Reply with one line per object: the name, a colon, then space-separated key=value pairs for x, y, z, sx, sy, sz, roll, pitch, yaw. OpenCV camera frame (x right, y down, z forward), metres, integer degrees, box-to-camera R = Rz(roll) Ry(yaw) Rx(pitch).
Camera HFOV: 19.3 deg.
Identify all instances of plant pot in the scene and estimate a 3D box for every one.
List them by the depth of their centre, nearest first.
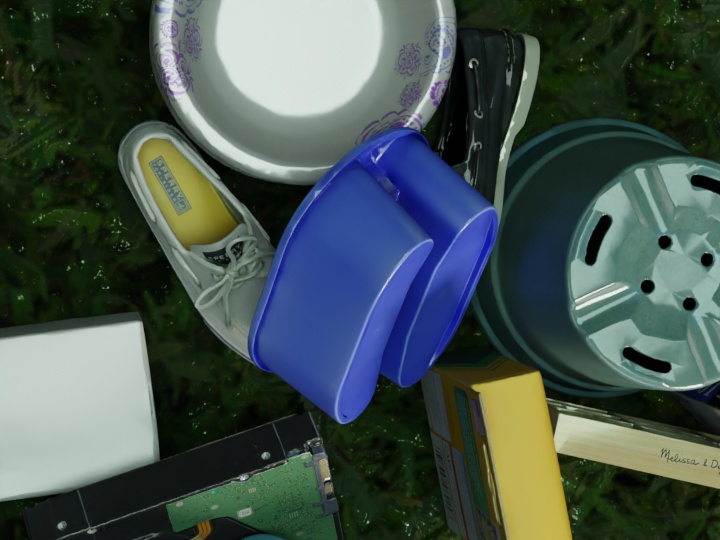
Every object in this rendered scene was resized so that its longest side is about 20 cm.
plant pot: x=0.185 y=-0.004 z=1.415 sx=0.200 sy=0.196 sz=0.201 roll=0 pitch=93 yaw=-8

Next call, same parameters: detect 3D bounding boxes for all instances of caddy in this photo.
caddy: x=0.000 y=0.000 z=1.376 sx=0.105 sy=0.141 sz=0.200 roll=40 pitch=132 yaw=23

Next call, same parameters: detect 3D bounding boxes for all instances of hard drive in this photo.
hard drive: x=-0.114 y=0.172 z=1.416 sx=0.200 sy=0.140 sz=0.038 roll=-18 pitch=54 yaw=-6

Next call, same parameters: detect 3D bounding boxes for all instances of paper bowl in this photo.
paper bowl: x=-0.042 y=-0.158 z=1.417 sx=0.200 sy=0.104 sz=0.201 roll=0 pitch=93 yaw=-9

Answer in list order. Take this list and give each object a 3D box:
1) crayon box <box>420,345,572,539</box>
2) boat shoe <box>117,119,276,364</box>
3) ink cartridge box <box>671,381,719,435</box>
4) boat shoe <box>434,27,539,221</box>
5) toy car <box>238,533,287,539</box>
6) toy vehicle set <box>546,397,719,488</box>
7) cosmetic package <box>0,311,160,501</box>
crayon box: x=0.091 y=0.124 z=1.405 sx=0.051 sy=0.200 sz=0.126 roll=-12 pitch=95 yaw=-8
boat shoe: x=-0.091 y=-0.013 z=1.425 sx=0.075 sy=0.086 sz=0.202 roll=-32 pitch=100 yaw=-4
ink cartridge box: x=0.282 y=0.075 z=1.431 sx=0.094 sy=0.200 sz=0.044 roll=-43 pitch=99 yaw=-4
boat shoe: x=0.065 y=-0.072 z=1.446 sx=0.066 sy=0.074 sz=0.200 roll=15 pitch=95 yaw=-19
toy car: x=-0.151 y=0.239 z=1.348 sx=0.200 sy=0.184 sz=0.177 roll=34 pitch=119 yaw=-18
toy vehicle set: x=0.214 y=0.124 z=1.462 sx=0.200 sy=0.124 sz=0.027 roll=13 pitch=92 yaw=-9
cosmetic package: x=-0.237 y=0.095 z=1.415 sx=0.200 sy=0.081 sz=0.113 roll=-5 pitch=94 yaw=-9
